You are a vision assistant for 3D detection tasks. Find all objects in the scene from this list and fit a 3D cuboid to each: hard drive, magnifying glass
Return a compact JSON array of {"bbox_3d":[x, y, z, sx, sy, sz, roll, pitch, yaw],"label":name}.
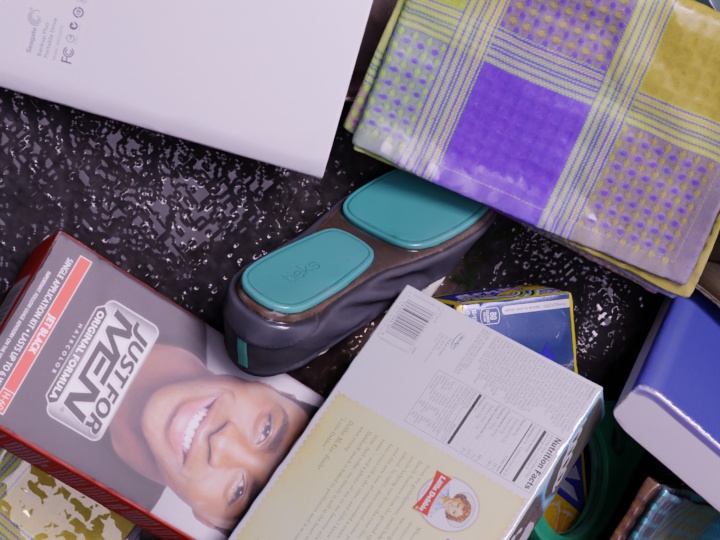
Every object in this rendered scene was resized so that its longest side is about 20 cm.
[{"bbox_3d":[0.206,0.074,0.812,0.132,0.200,0.025,41,115,3],"label":"hard drive"},{"bbox_3d":[0.141,0.088,0.842,0.200,0.022,0.080,-25,107,-43],"label":"magnifying glass"},{"bbox_3d":[-0.097,-0.137,0.780,0.200,0.025,0.132,16,98,-5],"label":"hard drive"}]

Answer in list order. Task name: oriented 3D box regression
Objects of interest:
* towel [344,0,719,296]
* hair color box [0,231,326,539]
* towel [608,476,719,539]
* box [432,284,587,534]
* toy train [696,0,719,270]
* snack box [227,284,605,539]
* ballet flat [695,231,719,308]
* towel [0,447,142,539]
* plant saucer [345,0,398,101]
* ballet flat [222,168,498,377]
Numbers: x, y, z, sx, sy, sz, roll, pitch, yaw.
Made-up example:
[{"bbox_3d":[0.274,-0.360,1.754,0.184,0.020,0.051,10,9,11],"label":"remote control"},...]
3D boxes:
[{"bbox_3d":[0.105,-0.084,0.780,0.200,0.023,0.144,26,114,2],"label":"towel"},{"bbox_3d":[-0.099,0.077,0.789,0.200,0.061,0.102,33,70,-17],"label":"hair color box"},{"bbox_3d":[0.148,0.179,0.820,0.022,0.200,0.147,31,93,27],"label":"towel"},{"bbox_3d":[0.081,0.111,0.853,0.070,0.064,0.200,-6,95,-16],"label":"box"},{"bbox_3d":[0.213,-0.081,0.870,0.114,0.085,0.200,-39,99,-42],"label":"toy train"},{"bbox_3d":[0.018,0.115,0.746,0.116,0.037,0.200,28,71,23],"label":"snack box"},{"bbox_3d":[0.206,0.005,0.815,0.200,0.067,0.046,43,47,9],"label":"ballet flat"},{"bbox_3d":[-0.221,0.116,0.786,0.144,0.023,0.200,-44,103,-9],"label":"towel"},{"bbox_3d":[-0.010,-0.191,0.829,0.200,0.032,0.201,-1,94,-16],"label":"plant saucer"},{"bbox_3d":[0.000,0.000,0.813,0.200,0.073,0.073,-32,103,-43],"label":"ballet flat"}]
